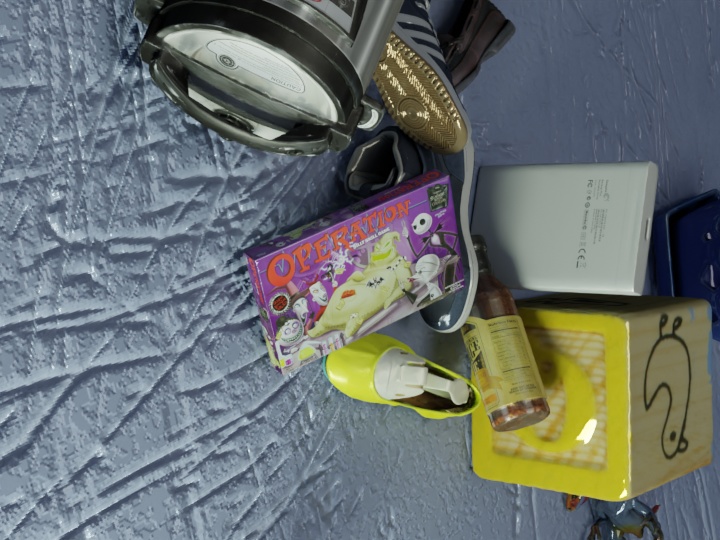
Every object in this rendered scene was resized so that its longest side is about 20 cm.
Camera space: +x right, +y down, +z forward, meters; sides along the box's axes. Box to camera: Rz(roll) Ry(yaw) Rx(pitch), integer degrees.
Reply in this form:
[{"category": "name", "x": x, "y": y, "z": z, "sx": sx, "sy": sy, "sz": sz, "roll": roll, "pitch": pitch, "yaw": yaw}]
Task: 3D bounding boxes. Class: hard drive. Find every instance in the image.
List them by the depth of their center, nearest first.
[{"category": "hard drive", "x": 0.202, "y": -0.044, "z": 1.243, "sx": 0.027, "sy": 0.200, "sz": 0.132, "roll": 18, "pitch": 78, "yaw": -49}]

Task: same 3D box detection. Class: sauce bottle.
[{"category": "sauce bottle", "x": 0.135, "y": 0.062, "z": 1.231, "sx": 0.066, "sy": 0.066, "sz": 0.200, "roll": 10, "pitch": 57, "yaw": -49}]

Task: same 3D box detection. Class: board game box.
[{"category": "board game box", "x": 0.000, "y": 0.000, "z": 1.073, "sx": 0.200, "sy": 0.032, "sz": 0.120, "roll": -25, "pitch": 118, "yaw": -22}]

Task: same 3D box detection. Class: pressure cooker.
[{"category": "pressure cooker", "x": -0.064, "y": -0.188, "z": 0.944, "sx": 0.179, "sy": 0.176, "sz": 0.200, "roll": 50, "pitch": 56, "yaw": -51}]

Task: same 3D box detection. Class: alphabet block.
[{"category": "alphabet block", "x": 0.252, "y": 0.127, "z": 1.315, "sx": 0.200, "sy": 0.196, "sz": 0.196, "roll": -7, "pitch": 96, "yaw": -49}]

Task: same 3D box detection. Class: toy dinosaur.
[{"category": "toy dinosaur", "x": 0.315, "y": 0.305, "z": 1.519, "sx": 0.182, "sy": 0.105, "sz": 0.200, "roll": 58, "pitch": 12, "yaw": -17}]

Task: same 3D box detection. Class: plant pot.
[{"category": "plant pot", "x": 0.504, "y": -0.012, "z": 1.615, "sx": 0.200, "sy": 0.180, "sz": 0.200, "roll": -21, "pitch": 107, "yaw": -46}]

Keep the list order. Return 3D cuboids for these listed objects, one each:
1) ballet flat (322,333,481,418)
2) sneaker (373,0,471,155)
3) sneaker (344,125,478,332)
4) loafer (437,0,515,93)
[{"category": "ballet flat", "x": 0.050, "y": 0.105, "z": 1.173, "sx": 0.200, "sy": 0.067, "sz": 0.067, "roll": 25, "pitch": 76, "yaw": -47}, {"category": "sneaker", "x": 0.052, "y": -0.206, "z": 1.116, "sx": 0.200, "sy": 0.070, "sz": 0.108, "roll": 51, "pitch": 44, "yaw": -1}, {"category": "sneaker", "x": 0.047, "y": -0.039, "z": 1.151, "sx": 0.146, "sy": 0.077, "sz": 0.203, "roll": -2, "pitch": 90, "yaw": -54}, {"category": "loafer", "x": 0.089, "y": -0.218, "z": 1.217, "sx": 0.063, "sy": 0.072, "sz": 0.200, "roll": 53, "pitch": 45, "yaw": -12}]
